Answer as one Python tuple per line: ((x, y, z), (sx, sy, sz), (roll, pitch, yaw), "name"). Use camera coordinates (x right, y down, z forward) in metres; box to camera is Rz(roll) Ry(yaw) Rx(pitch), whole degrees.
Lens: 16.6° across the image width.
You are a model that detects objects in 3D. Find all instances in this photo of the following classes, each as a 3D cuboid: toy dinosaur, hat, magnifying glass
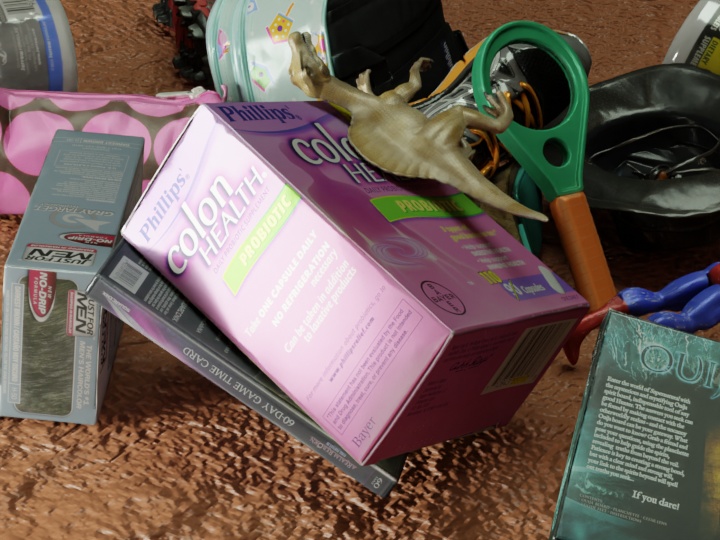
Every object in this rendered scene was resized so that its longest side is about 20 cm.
((0.041, -0.072, 1.433), (0.200, 0.058, 0.101), (35, 35, 21), "toy dinosaur")
((0.209, -0.063, 1.701), (0.200, 0.081, 0.201), (-5, 33, 4), "hat")
((0.127, -0.067, 1.608), (0.079, 0.201, 0.022), (-12, -12, -26), "magnifying glass")

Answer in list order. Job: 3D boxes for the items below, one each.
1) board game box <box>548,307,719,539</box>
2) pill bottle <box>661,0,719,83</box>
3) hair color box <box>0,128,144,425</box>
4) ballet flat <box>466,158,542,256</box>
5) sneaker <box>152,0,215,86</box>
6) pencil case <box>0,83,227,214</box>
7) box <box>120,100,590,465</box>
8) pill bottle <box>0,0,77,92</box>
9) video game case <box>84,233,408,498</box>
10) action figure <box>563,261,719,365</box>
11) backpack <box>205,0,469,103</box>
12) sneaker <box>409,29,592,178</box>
((0.208, 0.110, 1.290), (0.199, 0.028, 0.136), (17, 66, 1), "board game box")
((0.322, -0.117, 1.785), (0.200, 0.113, 0.112), (30, 33, 18), "pill bottle")
((-0.171, 0.000, 1.480), (0.060, 0.099, 0.200), (5, 26, -1), "hair color box")
((0.084, -0.016, 1.623), (0.072, 0.068, 0.200), (-11, 28, 9), "ballet flat")
((-0.106, -0.201, 1.940), (0.098, 0.071, 0.201), (-2, 25, -11), "sneaker")
((-0.183, -0.082, 1.654), (0.199, 0.094, 0.091), (1, 11, -9), "pencil case")
((0.000, 0.000, 1.399), (0.200, 0.097, 0.176), (42, 23, 21), "box")
((-0.309, -0.138, 1.721), (0.199, 0.114, 0.114), (-10, 29, -28), "pill bottle")
((-0.053, 0.039, 1.401), (0.200, 0.019, 0.143), (36, 22, -4), "video game case")
((0.227, 0.032, 1.552), (0.200, 0.099, 0.065), (-29, 39, -15), "action figure")
((-0.021, -0.148, 1.736), (0.153, 0.176, 0.200), (-4, 23, 20), "backpack")
((0.075, -0.092, 1.642), (0.200, 0.078, 0.077), (-32, 34, -11), "sneaker")
